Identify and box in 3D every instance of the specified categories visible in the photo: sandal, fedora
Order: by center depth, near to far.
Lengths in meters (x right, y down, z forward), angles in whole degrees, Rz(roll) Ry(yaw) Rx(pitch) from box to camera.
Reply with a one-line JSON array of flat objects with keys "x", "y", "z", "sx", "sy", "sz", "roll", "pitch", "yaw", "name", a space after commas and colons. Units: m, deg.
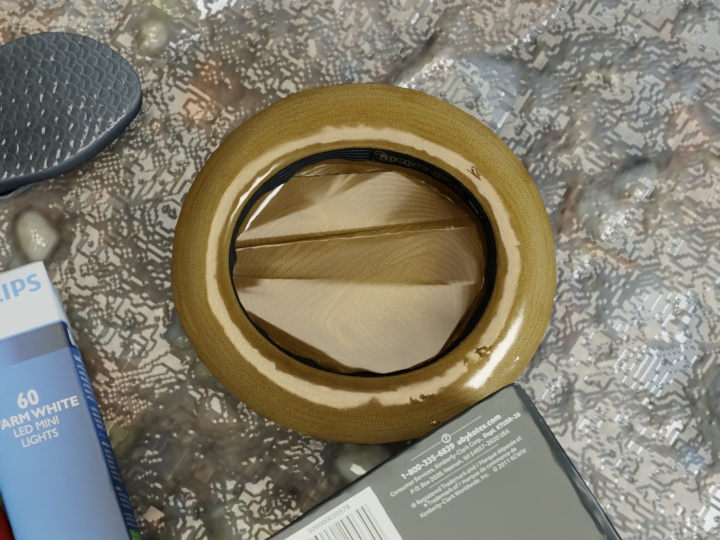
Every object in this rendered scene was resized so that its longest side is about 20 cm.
[{"x": 0.000, "y": 0.000, "z": 1.540, "sx": 0.199, "sy": 0.082, "sz": 0.202, "roll": 1, "pitch": 82, "yaw": -5, "name": "fedora"}, {"x": -0.208, "y": -0.064, "z": 1.575, "sx": 0.199, "sy": 0.043, "sz": 0.076, "roll": -28, "pitch": 75, "yaw": 6, "name": "sandal"}]

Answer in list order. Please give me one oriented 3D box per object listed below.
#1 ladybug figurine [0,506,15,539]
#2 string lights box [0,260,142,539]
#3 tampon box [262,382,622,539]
[{"x": -0.214, "y": 0.174, "z": 1.504, "sx": 0.072, "sy": 0.135, "sz": 0.201, "roll": -12, "pitch": 89, "yaw": -39, "name": "ladybug figurine"}, {"x": -0.155, "y": 0.104, "z": 1.515, "sx": 0.059, "sy": 0.103, "sz": 0.201, "roll": -19, "pitch": 82, "yaw": -3, "name": "string lights box"}, {"x": 0.046, "y": 0.155, "z": 1.457, "sx": 0.149, "sy": 0.200, "sz": 0.127, "roll": -32, "pitch": 83, "yaw": -5, "name": "tampon box"}]
